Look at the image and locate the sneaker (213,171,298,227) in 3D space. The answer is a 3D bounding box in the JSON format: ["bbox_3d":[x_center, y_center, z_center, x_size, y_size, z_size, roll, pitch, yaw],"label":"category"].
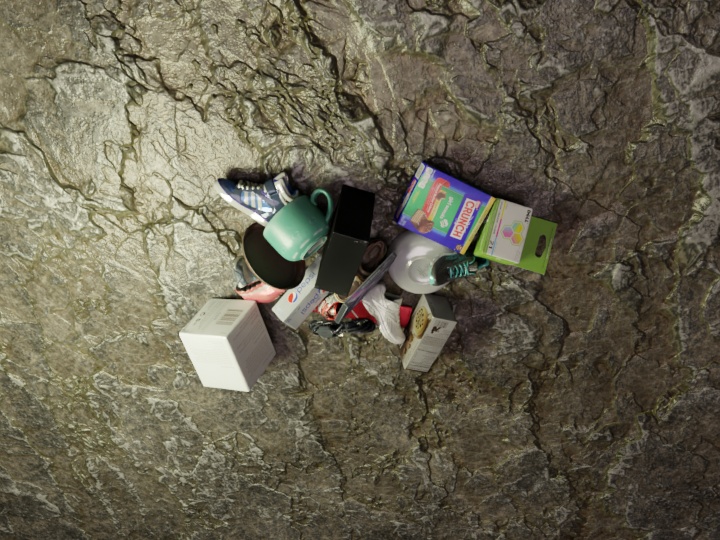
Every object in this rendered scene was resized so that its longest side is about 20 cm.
[{"bbox_3d":[-0.255,-0.213,1.635,0.200,0.081,0.147,36,108,-14],"label":"sneaker"}]

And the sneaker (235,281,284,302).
[{"bbox_3d":[-0.245,0.045,1.801,0.200,0.074,0.087,-11,136,12],"label":"sneaker"}]

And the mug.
[{"bbox_3d":[-0.145,-0.107,1.622,0.114,0.152,0.185,47,131,7],"label":"mug"}]

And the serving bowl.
[{"bbox_3d":[0.169,-0.014,1.736,0.199,0.066,0.201,1,121,1],"label":"serving bowl"}]

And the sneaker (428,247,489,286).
[{"bbox_3d":[0.257,-0.012,1.657,0.091,0.200,0.078,11,120,45],"label":"sneaker"}]

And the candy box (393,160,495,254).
[{"bbox_3d":[0.211,-0.157,1.625,0.200,0.077,0.169,23,107,-13],"label":"candy box"}]

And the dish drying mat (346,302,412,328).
[{"bbox_3d":[0.044,0.120,1.850,0.199,0.018,0.077,11,120,-4],"label":"dish drying mat"}]

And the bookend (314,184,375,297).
[{"bbox_3d":[-0.040,-0.076,1.652,0.092,0.199,0.200,16,131,-7],"label":"bookend"}]

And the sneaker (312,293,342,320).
[{"bbox_3d":[-0.117,0.093,1.786,0.201,0.108,0.067,-15,126,12],"label":"sneaker"}]

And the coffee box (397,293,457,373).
[{"bbox_3d":[0.185,0.179,1.818,0.080,0.113,0.200,13,122,-19],"label":"coffee box"}]

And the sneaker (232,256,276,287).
[{"bbox_3d":[-0.270,-0.010,1.686,0.086,0.200,0.078,-11,99,14],"label":"sneaker"}]

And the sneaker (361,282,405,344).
[{"bbox_3d":[0.085,0.119,1.799,0.099,0.078,0.200,-30,112,10],"label":"sneaker"}]

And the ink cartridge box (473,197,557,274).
[{"bbox_3d":[0.409,-0.086,1.637,0.199,0.076,0.148,16,86,-6],"label":"ink cartridge box"}]

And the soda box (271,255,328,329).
[{"bbox_3d":[-0.144,0.060,1.740,0.200,0.063,0.068,-49,143,0],"label":"soda box"}]

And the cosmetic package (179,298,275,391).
[{"bbox_3d":[-0.371,0.209,1.812,0.166,0.167,0.200,1,124,25],"label":"cosmetic package"}]

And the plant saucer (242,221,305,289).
[{"bbox_3d":[-0.230,-0.035,1.671,0.200,0.200,0.032,42,130,-20],"label":"plant saucer"}]

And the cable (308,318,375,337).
[{"bbox_3d":[-0.054,0.156,1.810,0.163,0.200,0.051,-6,88,-35],"label":"cable"}]

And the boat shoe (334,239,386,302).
[{"bbox_3d":[0.000,0.000,1.703,0.072,0.072,0.200,40,89,-2],"label":"boat shoe"}]

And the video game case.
[{"bbox_3d":[0.013,0.047,1.685,0.019,0.200,0.143,42,156,6],"label":"video game case"}]
